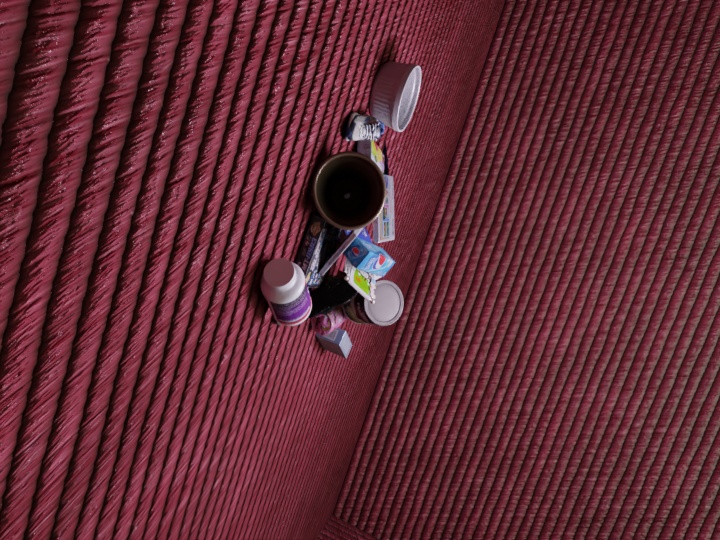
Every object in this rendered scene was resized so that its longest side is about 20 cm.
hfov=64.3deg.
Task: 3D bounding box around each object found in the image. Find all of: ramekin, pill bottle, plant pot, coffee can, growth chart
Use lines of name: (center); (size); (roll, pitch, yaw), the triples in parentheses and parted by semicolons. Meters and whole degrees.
ramekin: (0.104, -0.539, 1.758); (0.200, 0.103, 0.204); (21, 89, -76)
pill bottle: (-0.186, 0.052, 1.436); (0.201, 0.111, 0.114); (85, 29, -62)
plant pot: (-0.032, -0.211, 1.564); (0.175, 0.197, 0.204); (-132, -118, -87)
coffee can: (0.039, 0.109, 1.938); (0.149, 0.145, 0.199); (-66, -161, -13)
growth chart: (0.000, 0.000, 1.752); (0.018, 0.144, 0.202); (-34, -145, 30)

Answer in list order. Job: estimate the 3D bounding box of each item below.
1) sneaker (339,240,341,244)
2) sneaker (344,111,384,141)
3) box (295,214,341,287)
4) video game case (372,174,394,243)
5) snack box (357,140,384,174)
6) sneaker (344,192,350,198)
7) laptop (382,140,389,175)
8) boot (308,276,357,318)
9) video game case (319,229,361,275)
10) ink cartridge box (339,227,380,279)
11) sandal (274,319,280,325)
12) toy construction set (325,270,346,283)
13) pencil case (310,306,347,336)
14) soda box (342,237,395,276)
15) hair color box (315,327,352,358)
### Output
sneaker: (-0.008, -0.113, 1.985); (0.200, 0.077, 0.117); (55, 58, -75)
sneaker: (0.018, -0.409, 1.643); (0.200, 0.084, 0.078); (-45, 152, -59)
box: (-0.125, -0.050, 1.665); (0.198, 0.049, 0.204); (4, 106, -76)
video game case: (0.071, -0.192, 1.758); (0.182, 0.023, 0.205); (-18, 107, -71)
snack box: (0.032, -0.286, 1.766); (0.142, 0.052, 0.205); (33, 56, -67)
sneaker: (-0.008, -0.241, 1.812); (0.073, 0.071, 0.202); (92, 21, -49)
laptop: (0.041, -0.310, 1.947); (0.199, 0.116, 0.187); (-41, 179, -2)
boot: (-0.082, 0.080, 1.803); (0.081, 0.208, 0.157); (68, 18, 6)
video game case: (-0.039, -0.083, 1.648); (0.200, 0.017, 0.144); (-47, -173, 41)
ink cartridge box: (0.001, -0.059, 1.851); (0.093, 0.203, 0.044); (-25, -177, -42)
sandal: (-0.189, 0.124, 1.652); (0.200, 0.047, 0.077); (13, 95, -72)
toy construction set: (-0.049, 0.018, 1.927); (0.200, 0.092, 0.132); (-44, -164, 35)
pencil case: (-0.102, 0.159, 1.988); (0.083, 0.086, 0.200); (-53, 174, 20)
soda box: (0.029, -0.037, 1.694); (0.064, 0.068, 0.199); (-48, 156, 12)
hair color box: (-0.095, 0.259, 2.118); (0.201, 0.097, 0.062); (76, 37, -67)
